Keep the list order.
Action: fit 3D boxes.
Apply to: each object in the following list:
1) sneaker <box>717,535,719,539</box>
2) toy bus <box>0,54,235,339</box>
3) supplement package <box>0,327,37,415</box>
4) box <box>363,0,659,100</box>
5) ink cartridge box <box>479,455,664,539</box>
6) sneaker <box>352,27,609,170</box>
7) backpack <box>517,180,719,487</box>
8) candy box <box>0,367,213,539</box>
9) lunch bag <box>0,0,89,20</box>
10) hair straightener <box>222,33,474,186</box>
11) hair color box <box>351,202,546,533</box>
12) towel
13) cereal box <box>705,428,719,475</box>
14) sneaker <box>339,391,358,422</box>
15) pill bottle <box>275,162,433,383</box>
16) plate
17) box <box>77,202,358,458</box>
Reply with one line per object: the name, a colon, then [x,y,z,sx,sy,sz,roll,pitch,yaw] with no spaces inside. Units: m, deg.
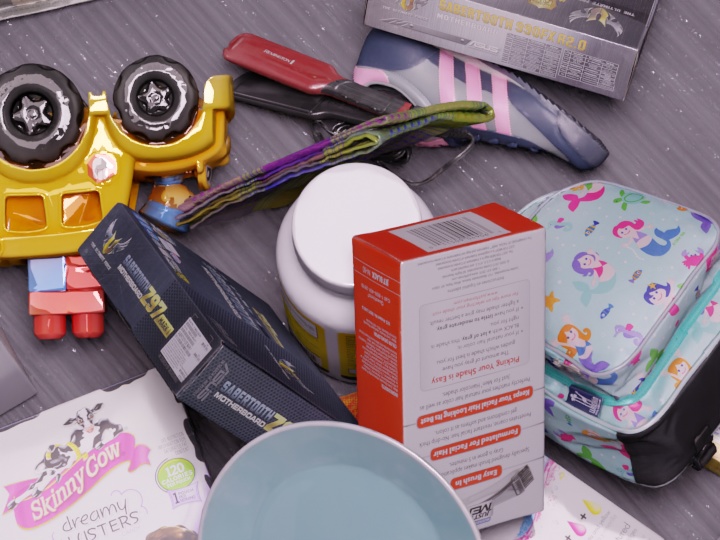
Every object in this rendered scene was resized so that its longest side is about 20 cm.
sneaker: [0.251,0.215,1.502,0.075,0.088,0.201,25,91,9]
toy bus: [-0.182,-0.049,1.599,0.199,0.136,0.193,-6,86,-3]
supplement package: [-0.346,0.023,1.560,0.150,0.152,0.200,-30,74,-7]
box: [0.118,-0.211,1.637,0.199,0.048,0.159,17,41,7]
ink cartridge box: [0.092,0.179,1.544,0.200,0.068,0.115,34,75,12]
sneaker: [0.084,-0.112,1.644,0.200,0.070,0.082,32,92,15]
backpack: [0.163,0.030,1.537,0.200,0.151,0.178,24,65,40]
candy box: [-0.173,0.189,1.546,0.167,0.072,0.201,-21,74,-5]
lunch bag: [-0.241,-0.285,1.674,0.199,0.118,0.165,-17,73,2]
hair straightener: [-0.009,-0.111,1.640,0.199,0.077,0.041,18,45,19]
hair color box: [0.057,0.068,1.437,0.110,0.064,0.201,-13,113,-28]
towel: [-0.019,-0.074,1.549,0.199,0.143,0.023,-20,87,36]
cereal box: [0.314,0.064,1.589,0.143,0.040,0.200,30,75,10]
sneaker: [-0.011,0.109,1.540,0.200,0.073,0.077,-34,62,12]
pill bottle: [0.000,0.000,1.533,0.112,0.200,0.113,0,73,1]
plate: [-0.009,0.187,1.422,0.199,0.026,0.201,7,108,21]
box: [-0.090,0.051,1.497,0.051,0.158,0.200,-48,38,6]
